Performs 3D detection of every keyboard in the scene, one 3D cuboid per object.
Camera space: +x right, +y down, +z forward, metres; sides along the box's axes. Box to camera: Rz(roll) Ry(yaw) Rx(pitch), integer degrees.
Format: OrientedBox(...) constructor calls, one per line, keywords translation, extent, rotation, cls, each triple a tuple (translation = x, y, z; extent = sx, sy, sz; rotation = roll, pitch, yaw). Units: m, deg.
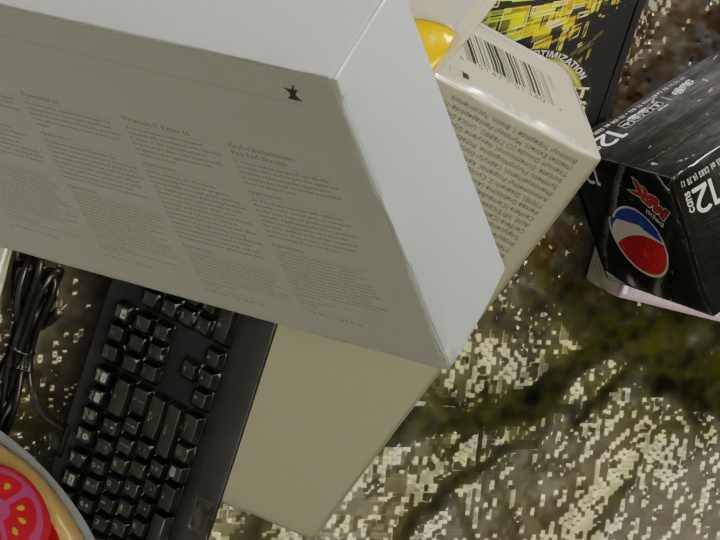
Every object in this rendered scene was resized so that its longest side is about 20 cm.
OrientedBox(translation=(-0.104, 0.067, 1.095), extent=(0.021, 0.127, 0.201), rotation=(-1, 114, -55), cls="keyboard")

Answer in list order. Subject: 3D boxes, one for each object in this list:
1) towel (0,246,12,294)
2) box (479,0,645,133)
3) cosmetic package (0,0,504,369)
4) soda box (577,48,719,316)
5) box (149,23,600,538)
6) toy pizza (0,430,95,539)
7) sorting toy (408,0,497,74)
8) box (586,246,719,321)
OrientedBox(translation=(-0.184, -0.071, 1.076), extent=(0.146, 0.024, 0.201), rotation=(15, 96, -18), cls="towel")
OrientedBox(translation=(0.011, -0.117, 1.085), extent=(0.199, 0.049, 0.162), rotation=(4, 125, -19), cls="box")
OrientedBox(translation=(-0.062, -0.051, 0.983), extent=(0.052, 0.199, 0.151), rotation=(-60, 148, -26), cls="cosmetic package")
OrientedBox(translation=(0.181, -0.063, 1.143), extent=(0.200, 0.071, 0.064), rotation=(-33, 119, -24), cls="soda box")
OrientedBox(translation=(0.000, 0.000, 1.093), extent=(0.082, 0.069, 0.200), rotation=(27, 116, -24), cls="box")
OrientedBox(translation=(-0.174, 0.120, 1.019), extent=(0.199, 0.032, 0.201), rotation=(14, 54, -20), cls="toy pizza")
OrientedBox(translation=(-0.021, -0.162, 0.962), extent=(0.180, 0.107, 0.200), rotation=(32, 108, -16), cls="sorting toy")
OrientedBox(translation=(0.193, 0.011, 1.209), extent=(0.199, 0.039, 0.042), rotation=(14, 97, -20), cls="box")
